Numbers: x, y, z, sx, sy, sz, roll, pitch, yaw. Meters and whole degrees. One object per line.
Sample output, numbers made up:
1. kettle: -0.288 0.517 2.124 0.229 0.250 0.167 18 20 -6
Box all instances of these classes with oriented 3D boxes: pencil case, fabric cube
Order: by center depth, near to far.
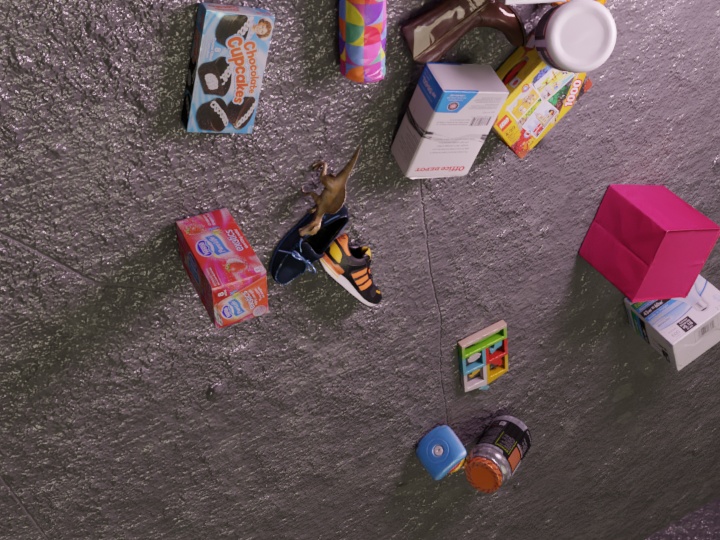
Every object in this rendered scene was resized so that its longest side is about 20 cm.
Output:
1. pencil case: 0.008 -0.409 1.431 0.087 0.089 0.202 -15 132 -22
2. fabric cube: 0.669 -0.065 2.046 0.194 0.200 0.202 -3 126 -32

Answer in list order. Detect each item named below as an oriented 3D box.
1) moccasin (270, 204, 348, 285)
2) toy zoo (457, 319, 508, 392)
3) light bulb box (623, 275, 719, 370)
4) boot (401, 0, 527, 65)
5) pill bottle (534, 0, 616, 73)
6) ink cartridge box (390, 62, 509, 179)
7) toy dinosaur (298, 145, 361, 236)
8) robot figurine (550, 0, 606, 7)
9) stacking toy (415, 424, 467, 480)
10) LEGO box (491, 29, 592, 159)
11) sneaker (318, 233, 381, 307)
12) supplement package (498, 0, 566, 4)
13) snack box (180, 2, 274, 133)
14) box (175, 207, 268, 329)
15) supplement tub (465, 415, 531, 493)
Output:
1. moccasin: -0.099 -0.049 1.656 0.080 0.068 0.201 22 110 -42
2. toy zoo: 0.304 0.222 2.166 0.130 0.020 0.201 -25 134 -14
3. light bulb box: 0.829 0.113 2.289 0.197 0.200 0.125 -34 134 -4
4. boot: 0.181 -0.411 1.552 0.200 0.064 0.187 -42 123 -1
5. pill bottle: 0.359 -0.399 1.502 0.114 0.200 0.117 1 105 3
6. ink cartridge box: 0.158 -0.271 1.606 0.144 0.085 0.201 -5 141 -29
7. toy dinosaur: -0.049 -0.151 1.584 0.058 0.101 0.201 18 113 -40
8. robot figurine: 0.371 -0.546 1.533 0.143 0.059 0.201 -8 140 17
9. stacking toy: 0.237 0.484 2.287 0.116 0.110 0.200 -43 147 7
10. LEGO box: 0.327 -0.341 1.693 0.200 0.077 0.149 -47 135 8
11. sneaker: 0.000 0.000 1.758 0.090 0.070 0.200 -43 134 9
12. supplement package: 0.271 -0.543 1.415 0.112 0.110 0.202 -7 119 -12
13. snack box: -0.212 -0.316 1.394 0.115 0.037 0.202 -4 126 -31
14. box: -0.238 -0.007 1.507 0.099 0.200 0.096 -17 134 -20
15. supplement tub: 0.354 0.475 2.274 0.200 0.122 0.124 -38 147 -49
